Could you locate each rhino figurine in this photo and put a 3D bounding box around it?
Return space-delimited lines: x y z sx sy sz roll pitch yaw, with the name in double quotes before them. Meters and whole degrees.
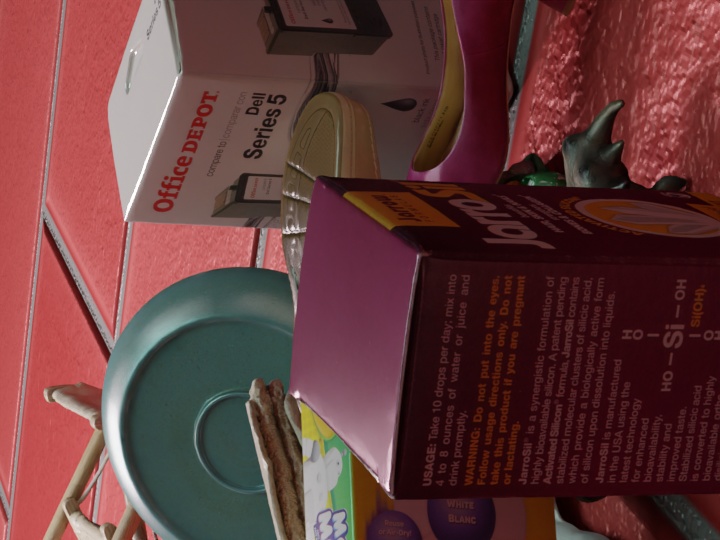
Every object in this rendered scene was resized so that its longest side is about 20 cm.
"rhino figurine" 0.111 0.017 0.996 0.087 0.059 0.202 27 113 54

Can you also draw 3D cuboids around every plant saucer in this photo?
"plant saucer" -0.064 0.098 1.219 0.027 0.199 0.202 -46 -33 -67

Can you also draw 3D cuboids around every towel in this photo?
"towel" -0.023 0.164 1.100 0.133 0.034 0.201 80 175 -46

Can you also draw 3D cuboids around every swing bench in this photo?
"swing bench" -0.195 0.205 1.726 0.199 0.129 0.202 -167 85 -70

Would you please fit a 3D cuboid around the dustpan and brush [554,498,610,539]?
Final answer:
"dustpan and brush" 0.084 0.135 1.089 0.200 0.057 0.141 -150 54 -74

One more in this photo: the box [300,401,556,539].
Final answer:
"box" 0.033 0.104 0.945 0.048 0.117 0.202 -29 59 52

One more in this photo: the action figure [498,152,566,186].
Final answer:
"action figure" 0.066 -0.008 1.135 0.200 0.054 0.119 133 134 -57

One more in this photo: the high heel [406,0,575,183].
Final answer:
"high heel" 0.040 -0.102 1.069 0.201 0.095 0.067 -62 23 15

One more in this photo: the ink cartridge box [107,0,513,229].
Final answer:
"ink cartridge box" -0.033 -0.095 1.195 0.146 0.198 0.085 118 147 -51

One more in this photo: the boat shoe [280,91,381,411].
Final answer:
"boat shoe" 0.000 0.000 1.138 0.072 0.065 0.202 22 117 61

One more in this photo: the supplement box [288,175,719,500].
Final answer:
"supplement box" 0.086 0.026 0.865 0.131 0.199 0.104 -141 55 -64
